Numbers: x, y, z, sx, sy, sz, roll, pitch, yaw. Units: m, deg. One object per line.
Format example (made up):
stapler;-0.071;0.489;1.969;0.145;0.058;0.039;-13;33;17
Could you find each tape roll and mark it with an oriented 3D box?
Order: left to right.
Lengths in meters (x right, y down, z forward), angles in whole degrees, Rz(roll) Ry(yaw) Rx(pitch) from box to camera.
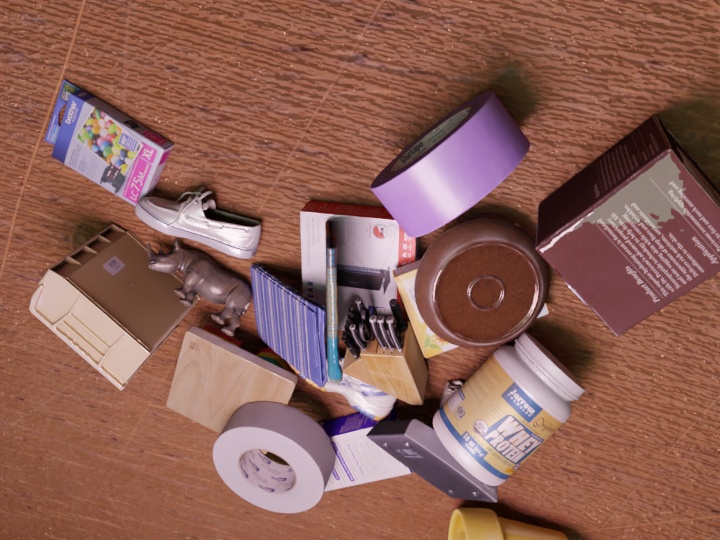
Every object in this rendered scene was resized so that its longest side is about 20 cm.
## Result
tape roll;-0.146;0.317;1.249;0.199;0.066;0.201;9;124;13
tape roll;0.115;-0.139;0.966;0.200;0.200;0.085;-33;103;26

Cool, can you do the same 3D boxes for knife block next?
knife block;0.056;0.119;1.118;0.199;0.064;0.176;27;144;-18

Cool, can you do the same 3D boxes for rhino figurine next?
rhino figurine;-0.266;0.015;1.212;0.200;0.088;0.060;35;156;-2

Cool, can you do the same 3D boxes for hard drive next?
hard drive;0.118;0.303;1.185;0.200;0.042;0.135;39;152;-17

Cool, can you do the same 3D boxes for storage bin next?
storage bin;-0.389;0.049;1.189;0.198;0.200;0.094;43;117;-8

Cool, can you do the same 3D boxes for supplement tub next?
supplement tub;0.222;0.206;1.112;0.145;0.145;0.200;41;100;-7

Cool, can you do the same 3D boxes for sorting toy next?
sorting toy;-0.215;0.194;1.276;0.198;0.070;0.200;26;127;2

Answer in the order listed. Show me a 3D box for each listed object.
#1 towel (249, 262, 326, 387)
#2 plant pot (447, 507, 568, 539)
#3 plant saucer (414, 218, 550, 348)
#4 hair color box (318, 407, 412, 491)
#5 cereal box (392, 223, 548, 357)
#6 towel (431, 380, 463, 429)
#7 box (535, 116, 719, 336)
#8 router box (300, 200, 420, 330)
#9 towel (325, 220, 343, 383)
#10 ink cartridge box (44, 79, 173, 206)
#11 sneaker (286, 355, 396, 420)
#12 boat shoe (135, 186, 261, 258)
towel;-0.113;0.084;1.171;0.200;0.024;0.145;30;130;47
plant pot;0.255;0.510;1.253;0.188;0.201;0.202;3;116;-2
plant saucer;0.177;0.027;1.057;0.199;0.035;0.201;-1;109;-2
hair color box;-0.015;0.315;1.295;0.199;0.065;0.110;-18;110;20
cereal box;0.164;0.031;1.096;0.199;0.040;0.144;-20;110;4
towel;0.181;0.283;1.245;0.132;0.034;0.201;20;117;7
box;0.357;-0.060;0.958;0.166;0.164;0.200;46;118;-10
router box;0.000;0.000;1.148;0.179;0.049;0.201;6;116;12
towel;-0.039;0.042;1.062;0.022;0.147;0.201;-1;109;-4
ink cartridge box;-0.408;-0.199;1.168;0.200;0.042;0.120;32;118;0
sneaker;-0.025;0.164;1.232;0.199;0.075;0.088;28;102;-2
boat shoe;-0.249;-0.092;1.157;0.201;0.075;0.086;22;117;-1
